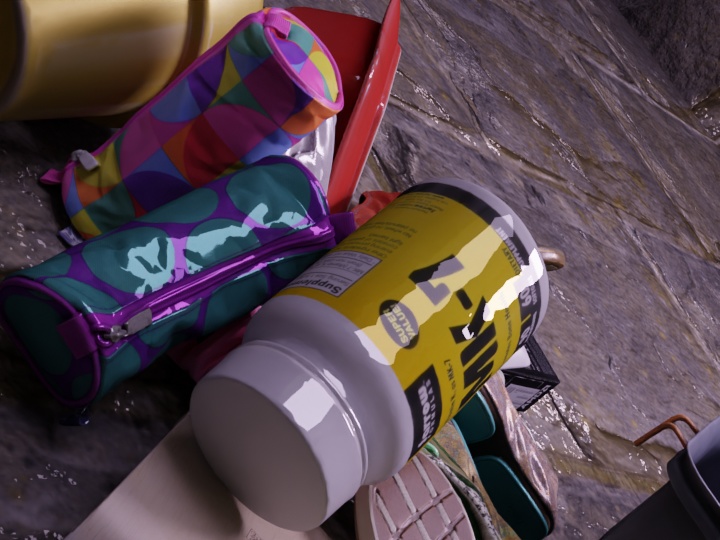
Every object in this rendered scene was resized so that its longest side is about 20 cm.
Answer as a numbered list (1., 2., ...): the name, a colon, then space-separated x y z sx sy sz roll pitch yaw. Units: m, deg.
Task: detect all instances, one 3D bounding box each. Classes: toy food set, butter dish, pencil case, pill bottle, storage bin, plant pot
1. toy food set: -0.075 0.159 0.721 0.144 0.060 0.200 47 14 -2
2. butter dish: -0.061 -0.122 1.062 0.146 0.202 0.200 20 29 -2
3. pencil case: -0.105 -0.082 0.866 0.088 0.199 0.089 46 22 -25
4. pencil case: -0.101 0.004 0.777 0.199 0.092 0.086 -30 115 -39
5. pill bottle: 0.007 0.043 0.751 0.115 0.114 0.200 48 52 2
6. storage bin: 0.218 0.187 0.943 0.146 0.134 0.200 55 20 12
7. plant pot: -0.193 -0.181 0.882 0.201 0.201 0.188 50 37 6

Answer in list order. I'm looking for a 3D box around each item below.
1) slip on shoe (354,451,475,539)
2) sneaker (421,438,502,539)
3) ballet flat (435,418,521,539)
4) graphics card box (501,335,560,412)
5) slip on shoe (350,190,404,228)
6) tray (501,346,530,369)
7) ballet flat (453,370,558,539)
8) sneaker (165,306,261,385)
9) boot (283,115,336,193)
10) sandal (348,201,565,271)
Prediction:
1. slip on shoe: 0.039 0.202 0.787 0.075 0.061 0.202 -10 69 -37
2. sneaker: 0.034 0.123 0.874 0.076 0.089 0.200 -31 67 -22
3. ballet flat: 0.070 0.185 0.927 0.070 0.071 0.201 13 42 -54
4. graphics card box: 0.077 0.048 1.160 0.199 0.051 0.126 13 40 -52
5. slip on shoe: 0.000 0.000 0.961 0.060 0.075 0.200 11 32 11
6. tray: 0.051 0.032 1.054 0.199 0.022 0.108 -1 53 -47
7. ballet flat: 0.091 0.113 1.019 0.201 0.067 0.067 62 36 -26
8. sneaker: -0.070 0.067 0.865 0.201 0.079 0.096 52 -12 33
9. boot: -0.048 -0.050 0.918 0.073 0.203 0.096 -2 20 -8
10. sandal: 0.075 -0.039 1.149 0.198 0.055 0.080 15 -1 18
